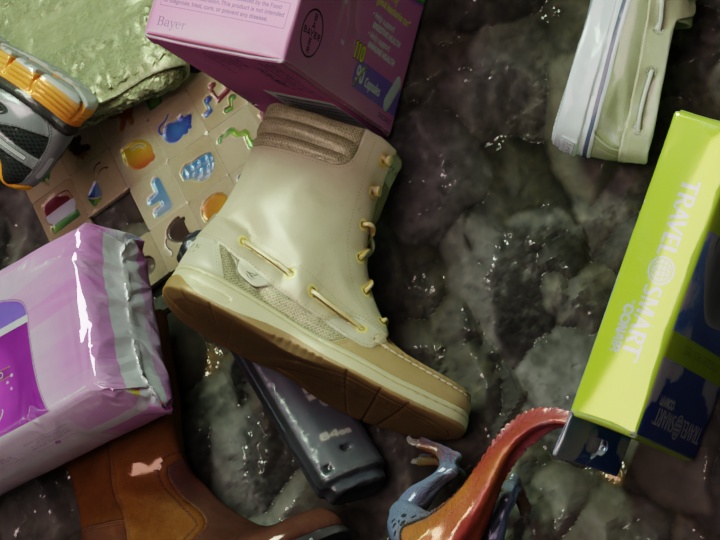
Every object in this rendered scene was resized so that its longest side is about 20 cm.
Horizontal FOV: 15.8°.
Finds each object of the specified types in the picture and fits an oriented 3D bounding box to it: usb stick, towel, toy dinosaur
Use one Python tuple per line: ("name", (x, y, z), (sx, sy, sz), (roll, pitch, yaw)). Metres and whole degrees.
("usb stick", (-0.049, 0.055, 1.600), (0.201, 0.055, 0.033), (58, 133, 23))
("towel", (-0.206, -0.151, 1.722), (0.199, 0.036, 0.149), (-23, 65, 21))
("toy dinosaur", (0.017, 0.171, 1.483), (0.105, 0.182, 0.201), (33, 139, 7))

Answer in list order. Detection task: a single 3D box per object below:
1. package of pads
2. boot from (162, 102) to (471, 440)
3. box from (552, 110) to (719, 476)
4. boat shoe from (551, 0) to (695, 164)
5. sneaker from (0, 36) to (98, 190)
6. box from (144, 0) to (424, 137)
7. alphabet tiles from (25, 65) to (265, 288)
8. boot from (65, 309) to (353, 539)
("package of pads", (-0.212, 0.066, 1.625), (0.199, 0.075, 0.121), (-27, 60, 30))
("boot", (0.000, 0.000, 1.571), (0.199, 0.073, 0.156), (27, 66, 2))
("box", (0.178, 0.022, 1.459), (0.047, 0.122, 0.201), (19, 88, 25))
("boat shoe", (0.168, -0.159, 1.543), (0.062, 0.072, 0.202), (17, 90, 3))
("sneaker", (-0.259, -0.122, 1.678), (0.199, 0.078, 0.078), (32, 100, 34))
("box", (-0.028, -0.204, 1.571), (0.096, 0.176, 0.202), (12, 83, 23))
("alphabet tiles", (-0.131, -0.084, 1.694), (0.199, 0.008, 0.168), (-34, 67, 15))
("boot", (-0.105, 0.120, 1.621), (0.187, 0.068, 0.201), (-27, 62, 26))
